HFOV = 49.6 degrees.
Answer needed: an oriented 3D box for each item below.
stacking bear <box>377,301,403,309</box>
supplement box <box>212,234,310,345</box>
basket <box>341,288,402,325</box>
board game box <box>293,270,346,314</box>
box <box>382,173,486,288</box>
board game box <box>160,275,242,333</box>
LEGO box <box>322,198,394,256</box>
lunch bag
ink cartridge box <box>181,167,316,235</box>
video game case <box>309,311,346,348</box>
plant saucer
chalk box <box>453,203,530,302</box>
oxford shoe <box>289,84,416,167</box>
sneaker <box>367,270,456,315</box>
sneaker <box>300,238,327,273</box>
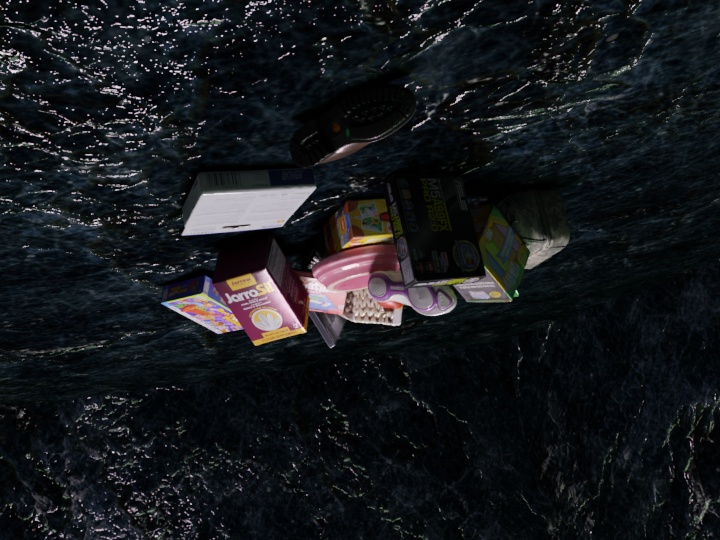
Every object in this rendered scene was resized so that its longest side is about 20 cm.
[{"bbox_3d":[0.115,0.012,1.690,0.198,0.115,0.121,-32,-168,-5],"label":"stacking bear"},{"bbox_3d":[-0.202,0.044,1.625,0.128,0.105,0.202,-15,131,17],"label":"supplement box"},{"bbox_3d":[0.007,0.045,1.813,0.120,0.139,0.199,0,-172,-21],"label":"basket"},{"bbox_3d":[-0.128,0.045,1.709,0.195,0.020,0.104,7,132,-5],"label":"board game box"},{"bbox_3d":[0.133,-0.074,1.412,0.157,0.205,0.044,-3,163,-29],"label":"box"},{"bbox_3d":[-0.347,0.083,1.818,0.132,0.046,0.199,-12,149,31],"label":"board game box"},{"bbox_3d":[0.041,-0.084,1.560,0.195,0.079,0.149,-6,166,-24],"label":"LEGO box"},{"bbox_3d":[0.328,-0.085,1.669,0.164,0.143,0.200,-6,165,-23],"label":"lunch bag"},{"bbox_3d":[-0.195,-0.116,1.311,0.192,0.044,0.199,-7,168,-26],"label":"ink cartridge box"},{"bbox_3d":[-0.088,0.091,1.874,0.019,0.145,0.200,-29,-172,14],"label":"video game case"},{"bbox_3d":[0.000,0.000,1.590,0.195,0.052,0.201,-12,169,-2],"label":"plant saucer"},{"bbox_3d":[0.252,-0.019,1.567,0.123,0.126,0.200,-2,142,46],"label":"chalk box"},{"bbox_3d":[-0.003,-0.205,1.083,0.197,0.074,0.084,-17,-179,31],"label":"oxford shoe"},{"bbox_3d":[0.110,0.032,1.485,0.197,0.077,0.098,15,-165,40],"label":"sneaker"},{"bbox_3d":[-0.088,0.000,1.737,0.083,0.080,0.200,18,159,-12],"label":"sneaker"}]
